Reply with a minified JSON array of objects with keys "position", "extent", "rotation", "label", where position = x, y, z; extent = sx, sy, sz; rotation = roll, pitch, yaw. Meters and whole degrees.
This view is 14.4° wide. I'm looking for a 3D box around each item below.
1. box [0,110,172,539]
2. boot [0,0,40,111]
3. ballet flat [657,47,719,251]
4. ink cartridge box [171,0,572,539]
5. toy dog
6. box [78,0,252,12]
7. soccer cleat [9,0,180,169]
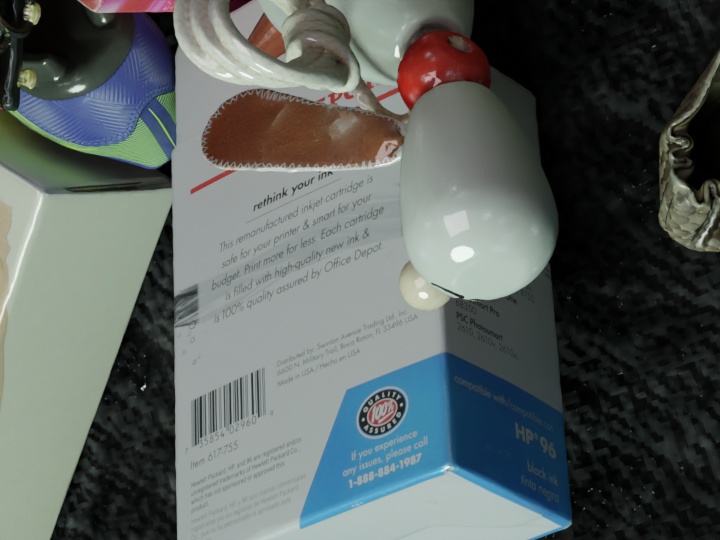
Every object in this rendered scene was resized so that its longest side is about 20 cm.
[{"position":[-0.153,0.037,1.071],"extent":[0.095,0.078,0.201],"rotation":[31,111,30],"label":"box"},{"position":[-0.106,-0.124,0.909],"extent":[0.203,0.073,0.155],"rotation":[8,101,38],"label":"boot"},{"position":[0.144,-0.083,0.857],"extent":[0.067,0.046,0.200],"rotation":[53,128,28],"label":"ballet flat"},{"position":[0.000,0.000,0.942],"extent":[0.116,0.068,0.201],"rotation":[-23,56,33],"label":"ink cartridge box"},{"position":[-0.002,-0.057,0.852],"extent":[0.131,0.200,0.097],"rotation":[27,124,-11],"label":"toy dog"},{"position":[-0.109,-0.179,1.009],"extent":[0.200,0.099,0.096],"rotation":[38,114,26],"label":"box"},{"position":[-0.134,-0.093,1.056],"extent":[0.065,0.084,0.200],"rotation":[-46,46,-9],"label":"soccer cleat"}]
